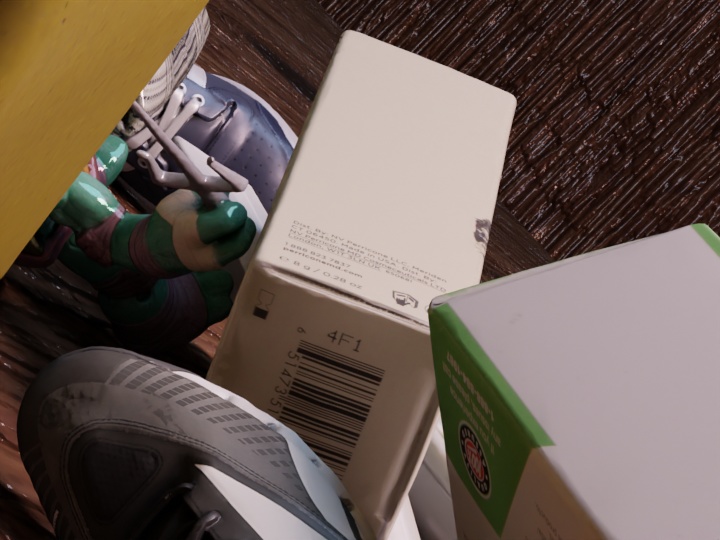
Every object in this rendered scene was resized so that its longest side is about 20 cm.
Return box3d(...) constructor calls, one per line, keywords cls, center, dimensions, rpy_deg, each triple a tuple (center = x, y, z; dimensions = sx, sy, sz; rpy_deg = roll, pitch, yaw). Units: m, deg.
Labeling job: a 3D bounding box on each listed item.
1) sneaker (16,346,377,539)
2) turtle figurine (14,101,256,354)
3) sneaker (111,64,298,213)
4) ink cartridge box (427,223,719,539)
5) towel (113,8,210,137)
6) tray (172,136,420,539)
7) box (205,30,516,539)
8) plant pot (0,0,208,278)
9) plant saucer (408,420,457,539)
box3d(cls="sneaker", center=(-0.021, 0.091, 0.660), dimensions=(0.200, 0.066, 0.090), rpy_deg=(49, 5, 17))
box3d(cls="turtle figurine", center=(-0.098, -0.044, 0.883), dimensions=(0.200, 0.101, 0.150), rpy_deg=(75, -8, -69))
box3d(cls="sneaker", center=(-0.109, -0.085, 1.180), dimensions=(0.200, 0.070, 0.108), rpy_deg=(40, 1, 15))
box3d(cls="ink cartridge box", center=(0.088, 0.113, 0.694), dimensions=(0.146, 0.084, 0.200), rpy_deg=(-125, -158, -56))
box3d(cls="towel", center=(-0.095, -0.167, 1.056), dimensions=(0.193, 0.035, 0.200), rpy_deg=(-70, 147, -74))
box3d(cls="tray", center=(-0.019, 0.038, 0.961), dimensions=(0.200, 0.022, 0.107), rpy_deg=(-121, -167, -52))
box3d(cls="box", center=(0.000, 0.000, 0.863), dimensions=(0.068, 0.082, 0.200), rpy_deg=(21, 27, -1))
box3d(cls="plant pot", center=(-0.114, -0.107, 0.557), dimensions=(0.194, 0.200, 0.196), rpy_deg=(45, 21, -2))
box3d(cls="plant saucer", center=(0.068, 0.123, 1.086), dimensions=(0.200, 0.050, 0.200), rpy_deg=(45, 7, -7))
